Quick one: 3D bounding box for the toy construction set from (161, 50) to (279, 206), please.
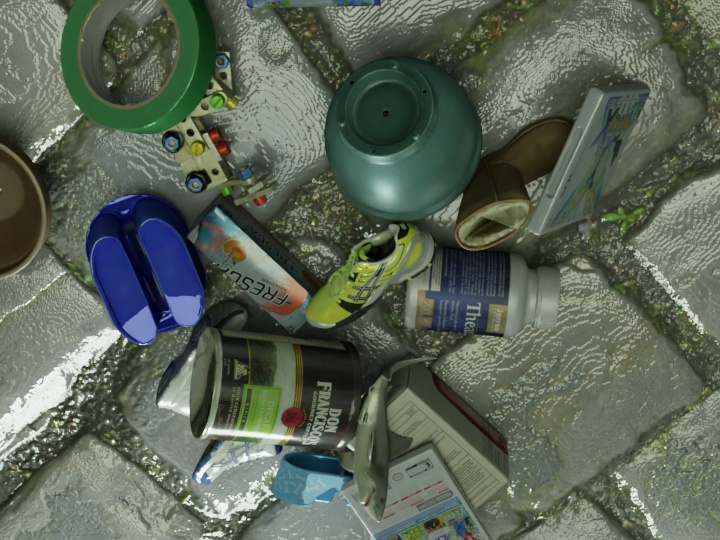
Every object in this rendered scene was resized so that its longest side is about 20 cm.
[{"bbox_3d":[-0.185,-0.169,1.489,0.130,0.092,0.202,-24,96,13],"label":"toy construction set"}]

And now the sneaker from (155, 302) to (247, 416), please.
[{"bbox_3d":[-0.209,0.126,1.617,0.086,0.075,0.201,28,118,-19],"label":"sneaker"}]

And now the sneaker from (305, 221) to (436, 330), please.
[{"bbox_3d":[0.000,0.000,1.474,0.199,0.076,0.076,-38,138,18],"label":"sneaker"}]

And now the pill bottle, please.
[{"bbox_3d":[0.159,0.029,1.518,0.197,0.111,0.112,5,111,3],"label":"pill bottle"}]

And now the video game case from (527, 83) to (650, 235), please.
[{"bbox_3d":[0.281,-0.139,1.406,0.022,0.199,0.184,30,112,21],"label":"video game case"}]

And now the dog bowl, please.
[{"bbox_3d":[-0.027,0.301,1.642,0.197,0.112,0.050,9,98,2],"label":"dog bowl"}]

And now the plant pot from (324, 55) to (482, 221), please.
[{"bbox_3d":[0.041,-0.173,1.392,0.198,0.134,0.203,-3,78,12],"label":"plant pot"}]

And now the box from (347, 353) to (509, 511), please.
[{"bbox_3d":[0.095,0.239,1.604,0.200,0.109,0.128,43,110,-11],"label":"box"}]

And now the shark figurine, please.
[{"bbox_3d":[0.037,0.204,1.510,0.088,0.128,0.217,8,97,-24],"label":"shark figurine"}]

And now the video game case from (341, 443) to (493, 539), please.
[{"bbox_3d":[0.083,0.342,1.576,0.142,0.018,0.201,-27,111,14],"label":"video game case"}]

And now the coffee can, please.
[{"bbox_3d":[-0.115,0.158,1.530,0.198,0.147,0.148,7,113,-19],"label":"coffee can"}]

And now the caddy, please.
[{"bbox_3d":[-0.286,-0.001,1.548,0.140,0.105,0.202,-21,112,-5],"label":"caddy"}]

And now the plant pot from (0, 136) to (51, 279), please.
[{"bbox_3d":[-0.499,-0.096,1.535,0.198,0.093,0.203,2,112,5],"label":"plant pot"}]

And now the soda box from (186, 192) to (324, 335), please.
[{"bbox_3d":[-0.137,-0.010,1.549,0.200,0.069,0.064,43,108,-12],"label":"soda box"}]

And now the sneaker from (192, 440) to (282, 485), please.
[{"bbox_3d":[-0.159,0.249,1.648,0.088,0.075,0.200,39,109,-11],"label":"sneaker"}]

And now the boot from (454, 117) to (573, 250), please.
[{"bbox_3d":[0.195,-0.106,1.416,0.174,0.200,0.066,-32,105,15],"label":"boot"}]

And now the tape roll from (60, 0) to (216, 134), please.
[{"bbox_3d":[-0.276,-0.272,1.431,0.198,0.048,0.203,0,90,22],"label":"tape roll"}]

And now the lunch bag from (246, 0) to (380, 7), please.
[{"bbox_3d":[-0.055,-0.421,1.358,0.168,0.128,0.202,-1,120,5],"label":"lunch bag"}]
